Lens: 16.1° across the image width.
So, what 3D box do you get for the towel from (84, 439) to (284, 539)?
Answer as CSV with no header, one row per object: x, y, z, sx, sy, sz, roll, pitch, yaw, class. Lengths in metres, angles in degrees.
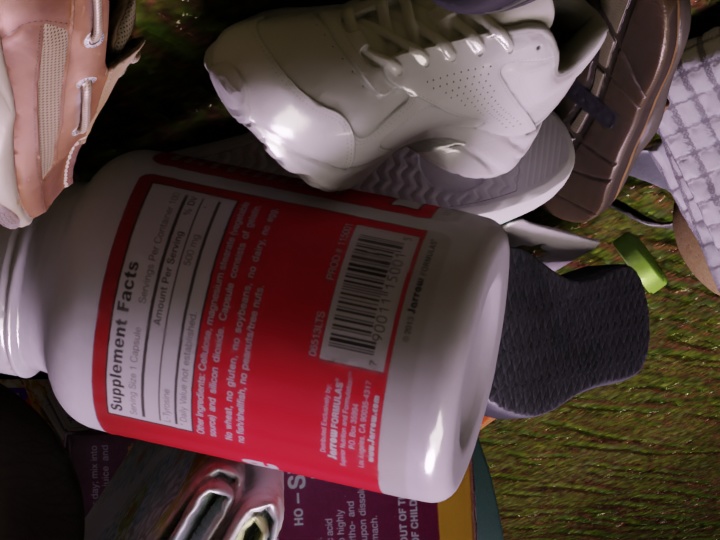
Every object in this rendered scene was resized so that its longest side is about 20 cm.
-0.091,0.128,1.086,0.171,0.048,0.200,-54,-168,9,towel

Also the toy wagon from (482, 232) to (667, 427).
0.095,0.040,1.362,0.155,0.040,0.200,-35,174,7,toy wagon

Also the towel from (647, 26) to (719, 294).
0.239,-0.042,1.190,0.165,0.200,0.086,-26,-174,25,towel

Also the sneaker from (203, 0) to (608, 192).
0.022,-0.089,0.972,0.099,0.078,0.200,-45,161,31,sneaker

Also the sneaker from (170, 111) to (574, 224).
-0.008,-0.023,1.111,0.200,0.074,0.118,-12,157,-3,sneaker

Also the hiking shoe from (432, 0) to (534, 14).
0.041,-0.152,0.793,0.101,0.076,0.200,-5,149,-25,hiking shoe

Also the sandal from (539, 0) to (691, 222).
0.101,-0.086,1.096,0.055,0.082,0.200,-39,166,-28,sandal

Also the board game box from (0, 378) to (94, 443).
-0.176,0.108,1.363,0.151,0.046,0.200,-32,162,30,board game box

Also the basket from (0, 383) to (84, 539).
-0.235,0.079,1.030,0.180,0.136,0.200,17,172,26,basket

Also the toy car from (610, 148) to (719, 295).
0.219,-0.043,1.322,0.200,0.158,0.164,7,167,-7,toy car

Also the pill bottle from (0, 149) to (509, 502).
-0.050,0.016,0.982,0.200,0.112,0.112,12,168,10,pill bottle

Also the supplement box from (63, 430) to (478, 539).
-0.040,0.137,1.270,0.200,0.103,0.131,-3,163,1,supplement box

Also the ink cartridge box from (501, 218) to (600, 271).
0.000,0.000,1.211,0.200,0.068,0.115,-29,164,20,ink cartridge box

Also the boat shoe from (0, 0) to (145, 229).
-0.104,-0.071,0.831,0.072,0.076,0.200,-22,166,-9,boat shoe

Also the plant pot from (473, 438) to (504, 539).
-0.005,0.154,1.468,0.141,0.200,0.141,-7,158,-46,plant pot

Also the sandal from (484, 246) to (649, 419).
0.075,0.031,1.172,0.043,0.076,0.200,-3,175,29,sandal
